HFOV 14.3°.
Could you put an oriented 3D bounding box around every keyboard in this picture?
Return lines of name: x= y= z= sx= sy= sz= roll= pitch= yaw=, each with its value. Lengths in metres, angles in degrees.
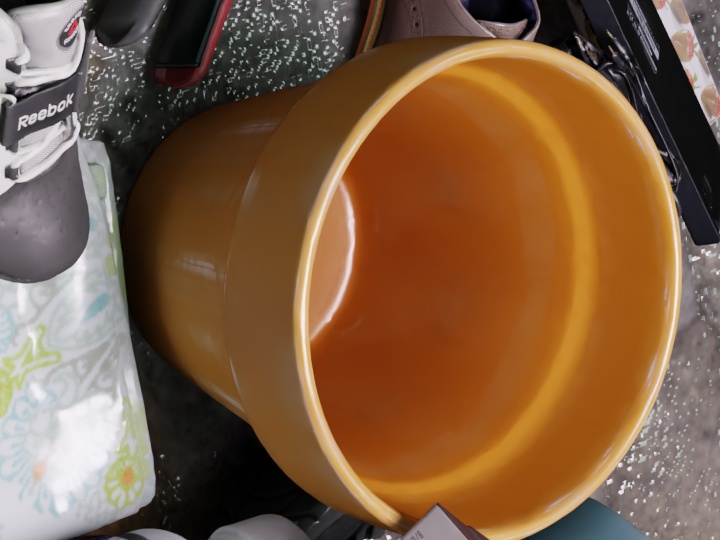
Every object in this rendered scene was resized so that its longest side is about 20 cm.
keyboard: x=0.112 y=-0.099 z=1.306 sx=0.201 sy=0.039 sz=0.104 roll=61 pitch=23 yaw=-27

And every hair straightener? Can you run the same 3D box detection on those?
hair straightener: x=-0.064 y=-0.181 z=1.208 sx=0.077 sy=0.041 sz=0.201 roll=31 pitch=78 yaw=-37

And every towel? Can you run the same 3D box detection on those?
towel: x=-0.177 y=0.043 z=1.153 sx=0.199 sy=0.048 sz=0.172 roll=-18 pitch=107 yaw=-35

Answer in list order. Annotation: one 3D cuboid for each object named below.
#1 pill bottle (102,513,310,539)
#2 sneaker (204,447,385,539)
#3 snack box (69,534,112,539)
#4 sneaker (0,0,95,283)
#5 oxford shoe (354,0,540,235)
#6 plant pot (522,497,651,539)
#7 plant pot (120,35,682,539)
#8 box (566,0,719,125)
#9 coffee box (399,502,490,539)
pill bottle: x=-0.109 y=0.170 z=1.149 sx=0.199 sy=0.116 sz=0.117 roll=-17 pitch=107 yaw=-27
sneaker: x=0.014 y=0.091 z=1.293 sx=0.200 sy=0.073 sz=0.082 roll=-42 pitch=121 yaw=-25
snack box: x=-0.132 y=0.216 z=1.229 sx=0.072 sy=0.024 sz=0.201 roll=-6 pitch=101 yaw=-35
sneaker: x=-0.135 y=-0.077 z=1.082 sx=0.074 sy=0.088 sz=0.201 roll=-50 pitch=131 yaw=-39
oxford shoe: x=0.039 y=-0.088 z=1.284 sx=0.071 sy=0.073 sz=0.201 roll=-10 pitch=104 yaw=-37
plant pot: x=0.081 y=0.229 z=1.297 sx=0.161 sy=0.200 sz=0.201 roll=-32 pitch=116 yaw=-17
plant pot: x=0.000 y=0.000 z=1.197 sx=0.199 sy=0.183 sz=0.201 roll=-6 pitch=100 yaw=-37
box: x=0.115 y=-0.149 z=1.356 sx=0.039 sy=0.041 sz=0.201 roll=-39 pitch=120 yaw=-27
coffee box: x=0.007 y=0.204 z=1.097 sx=0.200 sy=0.113 sz=0.080 roll=-45 pitch=143 yaw=3
